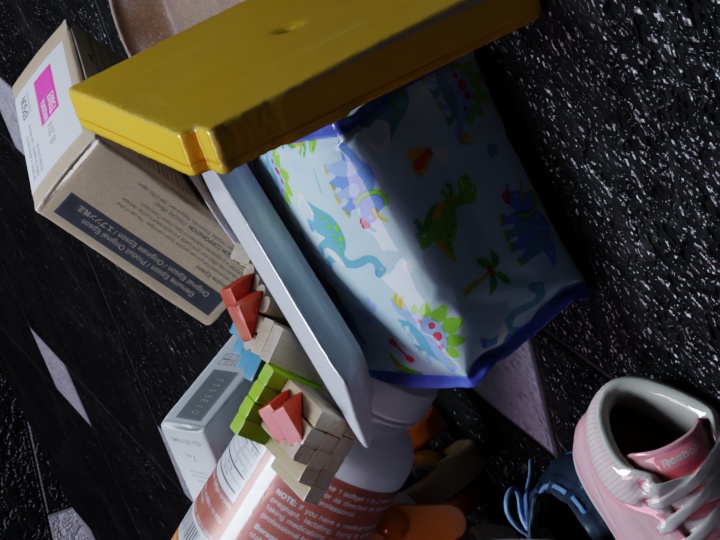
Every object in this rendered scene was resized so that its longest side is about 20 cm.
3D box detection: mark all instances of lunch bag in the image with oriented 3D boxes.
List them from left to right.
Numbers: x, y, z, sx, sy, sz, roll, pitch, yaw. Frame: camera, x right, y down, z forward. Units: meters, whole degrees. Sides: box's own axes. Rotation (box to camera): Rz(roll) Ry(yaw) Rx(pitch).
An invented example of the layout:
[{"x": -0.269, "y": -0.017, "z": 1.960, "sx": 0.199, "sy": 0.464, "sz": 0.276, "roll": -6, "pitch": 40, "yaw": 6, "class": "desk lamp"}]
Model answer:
[{"x": 0.014, "y": -0.031, "z": 1.088, "sx": 0.199, "sy": 0.127, "sz": 0.171, "roll": -6, "pitch": 115, "yaw": 59, "class": "lunch bag"}]

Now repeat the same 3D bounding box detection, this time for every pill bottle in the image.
[{"x": -0.035, "y": 0.136, "z": 1.227, "sx": 0.112, "sy": 0.201, "sz": 0.112, "roll": 29, "pitch": -163, "yaw": -10, "class": "pill bottle"}]

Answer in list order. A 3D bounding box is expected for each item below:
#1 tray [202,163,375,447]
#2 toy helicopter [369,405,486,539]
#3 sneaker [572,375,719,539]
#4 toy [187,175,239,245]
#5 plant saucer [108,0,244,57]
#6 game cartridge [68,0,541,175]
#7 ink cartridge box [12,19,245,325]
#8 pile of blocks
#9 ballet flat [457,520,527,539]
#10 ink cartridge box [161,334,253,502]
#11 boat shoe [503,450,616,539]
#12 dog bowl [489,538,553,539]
[{"x": -0.043, "y": 0.001, "z": 1.079, "sx": 0.201, "sy": 0.022, "sz": 0.108, "roll": 58, "pitch": 172, "yaw": 25, "class": "tray"}, {"x": 0.002, "y": 0.182, "z": 1.327, "sx": 0.079, "sy": 0.199, "sz": 0.132, "roll": 59, "pitch": 177, "yaw": -8, "class": "toy helicopter"}, {"x": 0.181, "y": 0.141, "z": 1.001, "sx": 0.201, "sy": 0.075, "sz": 0.105, "roll": 55, "pitch": 167, "yaw": 24, "class": "sneaker"}, {"x": -0.078, "y": -0.072, "z": 1.345, "sx": 0.115, "sy": 0.047, "sz": 0.200, "roll": 10, "pitch": -147, "yaw": -52, "class": "toy"}, {"x": -0.086, "y": -0.153, "z": 1.241, "sx": 0.200, "sy": 0.037, "sz": 0.202, "roll": 31, "pitch": 143, "yaw": 26, "class": "plant saucer"}, {"x": -0.033, "y": -0.111, "z": 0.967, "sx": 0.176, "sy": 0.199, "sz": 0.033, "roll": 25, "pitch": 141, "yaw": 59, "class": "game cartridge"}, {"x": -0.164, "y": -0.074, "z": 1.371, "sx": 0.164, "sy": 0.075, "sz": 0.200, "roll": 35, "pitch": -163, "yaw": -30, "class": "ink cartridge box"}, {"x": -0.062, "y": 0.051, "z": 1.158, "sx": 0.062, "sy": 0.082, "sz": 0.201, "roll": 26, "pitch": -148, "yaw": -37, "class": "pile of blocks"}, {"x": 0.090, "y": 0.214, "z": 1.372, "sx": 0.200, "sy": 0.075, "sz": 0.064, "roll": -13, "pitch": 98, "yaw": 61, "class": "ballet flat"}, {"x": -0.052, "y": 0.113, "z": 1.372, "sx": 0.043, "sy": 0.200, "sz": 0.175, "roll": 6, "pitch": 131, "yaw": 33, "class": "ink cartridge box"}, {"x": 0.128, "y": 0.150, "z": 1.162, "sx": 0.084, "sy": 0.068, "sz": 0.200, "roll": 55, "pitch": 162, "yaw": 11, "class": "boat shoe"}, {"x": 0.121, "y": 0.211, "z": 1.123, "sx": 0.200, "sy": 0.198, "sz": 0.059, "roll": 113, "pitch": 165, "yaw": -68, "class": "dog bowl"}]
